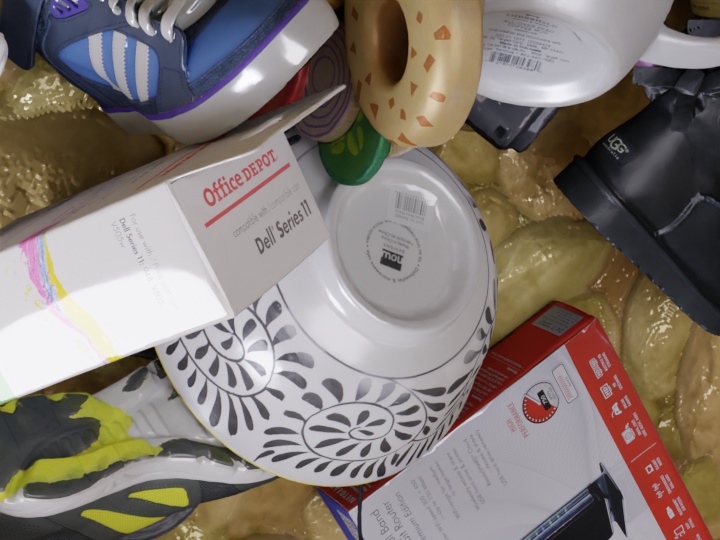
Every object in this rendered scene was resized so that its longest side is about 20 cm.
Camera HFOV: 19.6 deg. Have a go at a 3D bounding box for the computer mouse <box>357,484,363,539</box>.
[{"bbox_3d":[-0.001,0.117,1.095,0.058,0.034,0.202,3,70,-14],"label":"computer mouse"}]

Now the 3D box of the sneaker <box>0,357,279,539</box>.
[{"bbox_3d":[-0.118,0.095,1.045,0.199,0.075,0.085,-4,146,-38],"label":"sneaker"}]

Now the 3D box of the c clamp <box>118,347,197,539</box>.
[{"bbox_3d":[-0.135,0.057,1.071,0.198,0.027,0.172,7,104,-28],"label":"c clamp"}]

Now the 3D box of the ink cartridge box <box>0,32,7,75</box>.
[{"bbox_3d":[-0.280,-0.079,0.933,0.199,0.084,0.147,22,93,-29],"label":"ink cartridge box"}]

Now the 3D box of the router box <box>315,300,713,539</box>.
[{"bbox_3d":[0.097,0.151,1.184,0.179,0.049,0.201,-37,115,-13],"label":"router box"}]

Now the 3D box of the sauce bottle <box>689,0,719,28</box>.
[{"bbox_3d":[0.213,-0.156,1.161,0.066,0.066,0.202,-19,111,-20],"label":"sauce bottle"}]

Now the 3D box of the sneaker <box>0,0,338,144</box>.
[{"bbox_3d":[-0.108,-0.135,0.937,0.081,0.200,0.147,-48,111,-20],"label":"sneaker"}]

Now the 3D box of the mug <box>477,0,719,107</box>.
[{"bbox_3d":[0.114,-0.168,0.997,0.198,0.148,0.177,18,65,-14],"label":"mug"}]

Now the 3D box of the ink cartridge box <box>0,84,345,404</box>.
[{"bbox_3d":[-0.093,-0.008,0.931,0.199,0.117,0.068,-21,100,27],"label":"ink cartridge box"}]

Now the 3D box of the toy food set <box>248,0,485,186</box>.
[{"bbox_3d":[-0.013,-0.142,0.958,0.048,0.197,0.202,-15,89,-34],"label":"toy food set"}]

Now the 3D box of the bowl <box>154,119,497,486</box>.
[{"bbox_3d":[0.000,0.000,1.033,0.199,0.094,0.203,9,71,-28],"label":"bowl"}]

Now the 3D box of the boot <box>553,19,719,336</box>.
[{"bbox_3d":[0.207,-0.061,1.124,0.162,0.074,0.198,-43,140,9],"label":"boot"}]

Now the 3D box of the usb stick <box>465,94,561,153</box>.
[{"bbox_3d":[0.019,-0.139,1.051,0.200,0.033,0.056,40,86,-4],"label":"usb stick"}]

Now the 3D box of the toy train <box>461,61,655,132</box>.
[{"bbox_3d":[0.085,-0.156,1.110,0.199,0.056,0.151,-23,85,-9],"label":"toy train"}]
